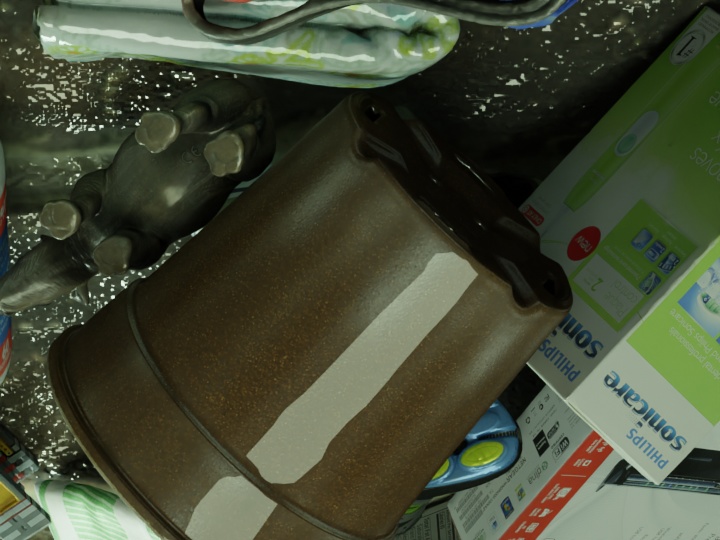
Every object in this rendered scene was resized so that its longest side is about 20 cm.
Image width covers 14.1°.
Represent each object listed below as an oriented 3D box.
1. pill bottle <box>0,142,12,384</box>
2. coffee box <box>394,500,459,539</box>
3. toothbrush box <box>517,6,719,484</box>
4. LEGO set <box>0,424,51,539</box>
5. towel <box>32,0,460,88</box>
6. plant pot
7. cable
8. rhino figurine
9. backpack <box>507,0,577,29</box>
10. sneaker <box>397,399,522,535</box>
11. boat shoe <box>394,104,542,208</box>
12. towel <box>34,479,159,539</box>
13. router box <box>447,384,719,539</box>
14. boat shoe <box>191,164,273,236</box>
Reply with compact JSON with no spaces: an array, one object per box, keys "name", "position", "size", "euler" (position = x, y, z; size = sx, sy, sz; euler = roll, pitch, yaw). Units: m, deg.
[{"name":"pill bottle","position":[-0.238,-0.025,1.516],"size":[0.111,0.113,0.201],"euler":[1,132,-4]},{"name":"coffee box","position":[0.047,0.290,1.744],"size":[0.197,0.201,0.200],"euler":[-24,129,16]},{"name":"toothbrush box","position":[0.164,-0.015,1.475],"size":[0.200,0.146,0.086],"euler":[-47,123,4]},{"name":"LEGO set","position":[-0.241,0.161,1.641],"size":[0.154,0.200,0.116],"euler":[-39,126,3]},{"name":"towel","position":[-0.060,-0.117,1.414],"size":[0.199,0.171,0.048],"euler":[4,94,-6]},{"name":"plant pot","position":[-0.014,0.033,1.422],"size":[0.200,0.201,0.198],"euler":[36,107,-29]},{"name":"cable","position":[-0.008,-0.131,1.280],"size":[0.199,0.050,0.098],"euler":[19,103,16]},{"name":"rhino figurine","position":[-0.119,-0.028,1.473],"size":[0.200,0.087,0.060],"euler":[-38,89,27]},{"name":"backpack","position":[0.093,-0.208,1.338],"size":[0.167,0.163,0.200],"euler":[26,124,-31]},{"name":"sneaker","position":[0.019,0.107,1.656],"size":[0.082,0.071,0.199],"euler":[21,152,-39]},{"name":"boat shoe","position":[0.074,-0.023,1.557],"size":[0.201,0.072,0.060],"euler":[28,107,-34]},{"name":"towel","position":[-0.107,0.201,1.676],"size":[0.023,0.199,0.153],"euler":[-33,121,-30]},{"name":"router box","position":[0.175,0.096,1.644],"size":[0.179,0.049,0.200],"euler":[7,134,-35]},{"name":"boat shoe","position":[0.000,0.000,1.580],"size":[0.199,0.062,0.072],"euler":[19,128,-18]}]
